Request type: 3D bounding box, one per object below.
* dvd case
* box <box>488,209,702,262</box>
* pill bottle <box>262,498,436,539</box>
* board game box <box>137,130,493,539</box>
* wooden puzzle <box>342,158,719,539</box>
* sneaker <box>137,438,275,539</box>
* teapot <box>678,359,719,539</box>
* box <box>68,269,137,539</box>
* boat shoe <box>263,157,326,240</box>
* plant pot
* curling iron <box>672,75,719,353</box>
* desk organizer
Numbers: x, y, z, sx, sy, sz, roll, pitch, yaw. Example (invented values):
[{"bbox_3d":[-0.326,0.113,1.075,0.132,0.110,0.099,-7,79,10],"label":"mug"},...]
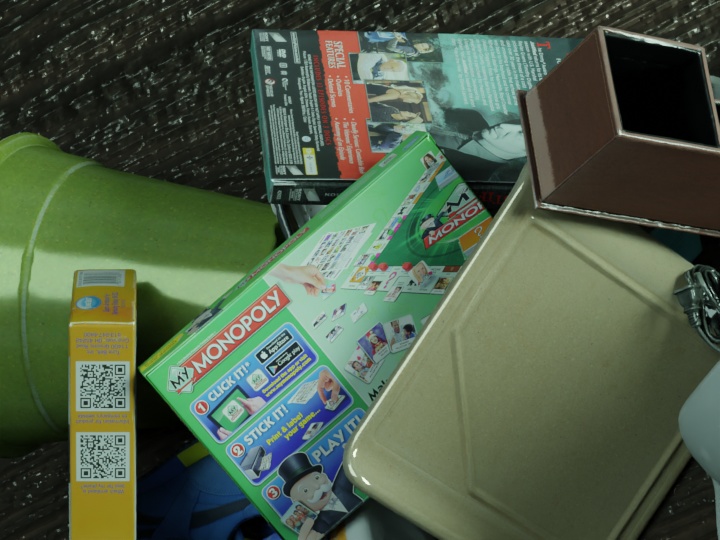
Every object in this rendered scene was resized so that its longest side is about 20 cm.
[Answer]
[{"bbox_3d":[0.041,-0.086,1.491,0.200,0.022,0.146,0,40,-8],"label":"dvd case"},{"bbox_3d":[0.092,-0.034,1.518,0.200,0.049,0.082,24,57,37],"label":"box"},{"bbox_3d":[-0.049,0.211,1.484,0.200,0.112,0.112,-30,57,19],"label":"pill bottle"},{"bbox_3d":[-0.001,0.039,1.415,0.200,0.135,0.029,-40,13,-5],"label":"board game box"},{"bbox_3d":[0.104,0.065,1.415,0.200,0.185,0.037,-59,27,-4],"label":"wooden puzzle"},{"bbox_3d":[-0.098,0.147,1.548,0.200,0.066,0.079,-33,86,48],"label":"sneaker"},{"bbox_3d":[0.265,0.066,1.323,0.197,0.200,0.146,-43,80,-13],"label":"teapot"},{"bbox_3d":[-0.143,0.109,1.458,0.041,0.119,0.200,2,103,-5],"label":"box"},{"bbox_3d":[0.000,0.000,1.484,0.074,0.060,0.200,-28,66,20],"label":"boat shoe"},{"bbox_3d":[-0.123,0.021,1.578,0.190,0.200,0.200,4,72,21],"label":"plant pot"},{"bbox_3d":[0.200,-0.037,1.452,0.026,0.050,0.200,-33,34,37],"label":"curling iron"},{"bbox_3d":[0.190,-0.067,1.388,0.077,0.200,0.072,-42,47,50],"label":"desk organizer"}]
